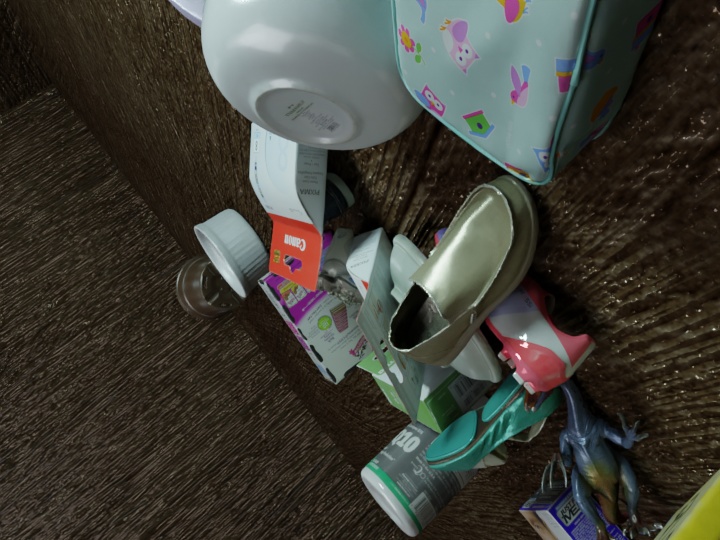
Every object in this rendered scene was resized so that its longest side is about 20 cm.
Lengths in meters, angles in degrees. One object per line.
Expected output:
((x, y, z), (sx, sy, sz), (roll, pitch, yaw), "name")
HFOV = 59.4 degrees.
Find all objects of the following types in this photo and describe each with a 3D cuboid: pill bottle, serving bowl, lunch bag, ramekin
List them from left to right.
((-0.294, -0.046, 1.486), (0.201, 0.097, 0.201), (46, 161, 21), "ramekin")
((-0.037, -0.152, 0.514), (0.196, 0.067, 0.200), (10, 164, 3), "serving bowl")
((0.106, 0.260, 0.889), (0.113, 0.199, 0.114), (44, 161, 20), "pill bottle")
((0.082, -0.161, 0.354), (0.160, 0.077, 0.201), (45, 161, 27), "lunch bag")

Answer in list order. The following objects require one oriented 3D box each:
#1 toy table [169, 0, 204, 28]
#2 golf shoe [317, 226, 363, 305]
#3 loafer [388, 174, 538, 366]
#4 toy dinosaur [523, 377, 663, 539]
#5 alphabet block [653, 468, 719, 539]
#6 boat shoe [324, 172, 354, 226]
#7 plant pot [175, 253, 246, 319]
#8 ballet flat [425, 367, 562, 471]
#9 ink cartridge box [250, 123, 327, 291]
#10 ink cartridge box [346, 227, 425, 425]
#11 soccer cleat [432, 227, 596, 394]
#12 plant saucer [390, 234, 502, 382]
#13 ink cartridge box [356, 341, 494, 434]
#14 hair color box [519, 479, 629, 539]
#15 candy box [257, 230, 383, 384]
((-0.130, -0.290, 0.510), (0.199, 0.185, 0.117), (37, 176, 10), "toy table")
((0.000, 0.000, 0.901), (0.077, 0.099, 0.200), (7, 169, 14), "golf shoe")
((0.085, 0.010, 0.552), (0.076, 0.067, 0.202), (48, 128, 36), "loafer")
((0.226, 0.191, 0.655), (0.200, 0.103, 0.184), (57, -166, -73), "toy dinosaur")
((0.300, 0.289, 0.473), (0.196, 0.195, 0.201), (39, 158, 30), "alphabet block")
((-0.070, -0.090, 0.895), (0.075, 0.062, 0.199), (56, 163, -18), "boat shoe")
((-0.423, 0.043, 1.852), (0.202, 0.200, 0.197), (56, 155, -13), "plant pot")
((0.154, 0.185, 0.719), (0.070, 0.068, 0.201), (36, 123, -3), "ballet flat")
((-0.099, -0.088, 0.805), (0.159, 0.046, 0.204), (19, 105, 59), "ink cartridge box")
((0.030, 0.066, 0.773), (0.162, 0.047, 0.201), (62, -156, -25), "ink cartridge box")
((0.139, 0.023, 0.604), (0.067, 0.076, 0.201), (41, -165, -50), "soccer cleat")
((0.083, 0.054, 0.722), (0.202, 0.050, 0.200), (55, 177, 4), "plant saucer")
((0.085, 0.144, 0.878), (0.060, 0.103, 0.199), (57, 161, -18), "ink cartridge box")
((0.309, 0.372, 0.818), (0.201, 0.064, 0.110), (50, 163, 12), "hair color box")
((-0.052, 0.058, 1.010), (0.202, 0.136, 0.061), (56, 163, -11), "candy box")
